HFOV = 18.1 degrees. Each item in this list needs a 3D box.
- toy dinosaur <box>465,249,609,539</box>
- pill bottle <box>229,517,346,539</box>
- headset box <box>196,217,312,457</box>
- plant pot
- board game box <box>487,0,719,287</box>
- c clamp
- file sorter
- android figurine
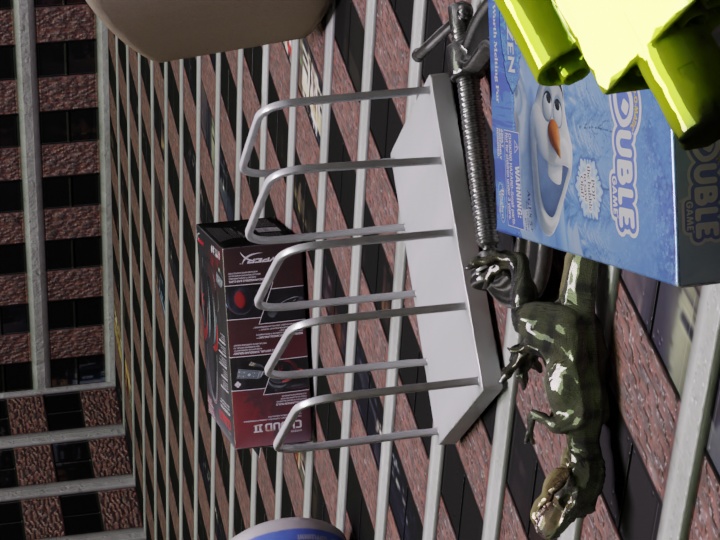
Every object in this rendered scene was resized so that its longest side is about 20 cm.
[{"bbox_3d":[0.096,0.029,1.137,0.088,0.047,0.201,15,109,59],"label":"toy dinosaur"},{"bbox_3d":[-0.047,0.309,1.795,0.114,0.113,0.201,100,160,-53],"label":"pill bottle"},{"bbox_3d":[-0.095,0.063,2.010,0.149,0.075,0.201,-141,47,-74],"label":"headset box"},{"bbox_3d":[-0.116,-0.268,1.716,0.177,0.198,0.201,84,176,-67],"label":"plant pot"},{"bbox_3d":[0.107,-0.106,0.977,0.199,0.043,0.201,-160,65,-70],"label":"board game box"},{"bbox_3d":[0.074,-0.068,1.260,0.171,0.027,0.201,126,139,-65],"label":"c clamp"},{"bbox_3d":[0.000,0.000,1.397,0.139,0.124,0.201,119,144,-69],"label":"file sorter"},{"bbox_3d":[0.106,-0.153,0.852,0.182,0.041,0.201,-45,64,48],"label":"android figurine"}]
